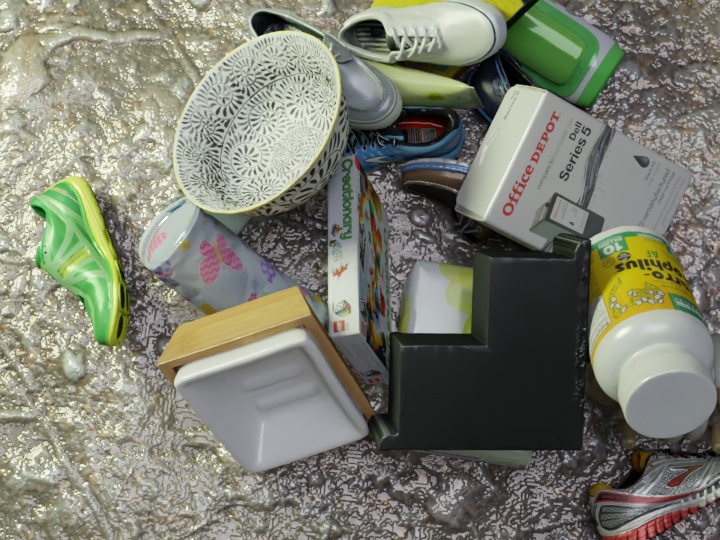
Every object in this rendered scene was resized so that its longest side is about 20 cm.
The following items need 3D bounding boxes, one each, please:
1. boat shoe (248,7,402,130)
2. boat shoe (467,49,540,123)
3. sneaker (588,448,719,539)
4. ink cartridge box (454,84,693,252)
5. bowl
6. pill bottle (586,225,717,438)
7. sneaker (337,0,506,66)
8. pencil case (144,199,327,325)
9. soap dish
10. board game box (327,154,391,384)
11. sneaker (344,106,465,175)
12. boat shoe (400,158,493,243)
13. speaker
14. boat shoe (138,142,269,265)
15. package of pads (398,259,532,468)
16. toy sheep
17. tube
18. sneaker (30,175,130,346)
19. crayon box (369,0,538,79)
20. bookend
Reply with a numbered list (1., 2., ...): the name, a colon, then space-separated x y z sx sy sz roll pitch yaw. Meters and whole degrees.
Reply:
1. boat shoe: -0.045 -0.218 1.221 0.200 0.071 0.070 35 88 23
2. boat shoe: 0.198 -0.160 1.261 0.200 0.069 0.084 43 46 7
3. sneaker: 0.327 0.212 1.179 0.198 0.078 0.083 -26 78 -9
4. ink cartridge box: 0.220 -0.082 1.185 0.199 0.084 0.147 24 95 -21
5. bowl: -0.082 -0.129 1.148 0.199 0.094 0.203 -15 59 26
6. pill bottle: 0.268 0.057 1.081 0.111 0.114 0.201 0 38 -2
7. sneaker: 0.062 -0.247 1.220 0.071 0.199 0.074 -34 120 -41
8. pencil case: -0.124 0.013 1.167 0.199 0.083 0.091 38 59 -28
9. soap dish: -0.086 0.108 1.125 0.156 0.201 0.082 -19 49 10
10. board game box: 0.000 0.000 1.175 0.034 0.126 0.202 -9 62 14
11. sneaker: 0.019 -0.152 1.255 0.198 0.090 0.079 -10 76 -4
12. boat shoe: 0.136 -0.068 1.247 0.198 0.072 0.073 14 79 1
13. speaker: 0.196 -0.269 1.295 0.199 0.089 0.089 35 77 6
14. boat shoe: -0.159 -0.069 1.235 0.202 0.086 0.075 -43 104 -15
15. package of pads: 0.111 0.097 1.207 0.153 0.068 0.202 9 75 -1
16. toy sheep: 0.328 0.117 1.177 0.198 0.138 0.139 5 75 4
17. tube: 0.036 -0.205 1.264 0.198 0.052 0.058 11 36 16
18. sneaker: -0.299 -0.003 1.217 0.083 0.074 0.201 -20 68 -9
19. crayon box: 0.095 -0.289 1.255 0.051 0.200 0.127 -35 87 -42
20. bookend: 0.111 0.066 1.099 0.198 0.092 0.201 0 96 -6
